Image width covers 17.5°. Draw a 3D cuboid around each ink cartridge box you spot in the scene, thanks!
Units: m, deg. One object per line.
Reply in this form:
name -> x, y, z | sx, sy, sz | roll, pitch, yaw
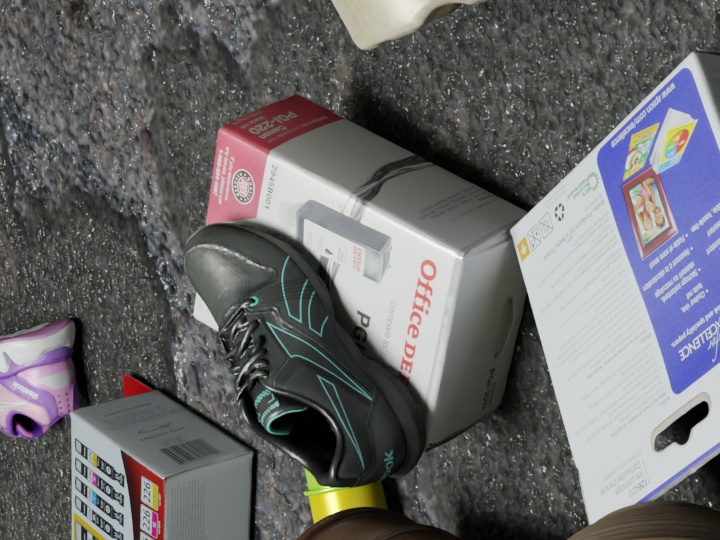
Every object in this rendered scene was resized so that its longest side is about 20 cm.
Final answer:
ink cartridge box -> -0.165, 0.204, 1.775 | 0.175, 0.084, 0.201 | 27, 122, 47
ink cartridge box -> 0.000, 0.000, 1.454 | 0.199, 0.085, 0.146 | 27, 123, 28
ink cartridge box -> 0.168, 0.017, 1.271 | 0.198, 0.047, 0.201 | -45, 53, 48

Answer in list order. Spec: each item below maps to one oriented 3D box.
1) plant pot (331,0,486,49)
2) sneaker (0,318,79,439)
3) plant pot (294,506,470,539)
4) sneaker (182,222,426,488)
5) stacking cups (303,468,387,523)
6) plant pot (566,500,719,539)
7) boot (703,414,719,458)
plant pot -> 0.025, -0.233, 1.317 | 0.200, 0.200, 0.184 | -15, 100, 54
sneaker -> -0.293, 0.099, 1.925 | 0.200, 0.080, 0.089 | -12, 98, 53
plant pot -> 0.066, 0.246, 1.397 | 0.198, 0.200, 0.202 | -3, 98, 47
sneaker -> -0.046, 0.050, 1.404 | 0.200, 0.079, 0.076 | 46, 132, 18
stacking cups -> -0.026, 0.088, 1.569 | 0.060, 0.060, 0.201 | -14, 89, 54
plant pot -> 0.162, 0.189, 1.244 | 0.093, 0.200, 0.201 | -84, 16, -45
boot -> 0.251, 0.141, 1.204 | 0.200, 0.074, 0.098 | 25, 117, 45
